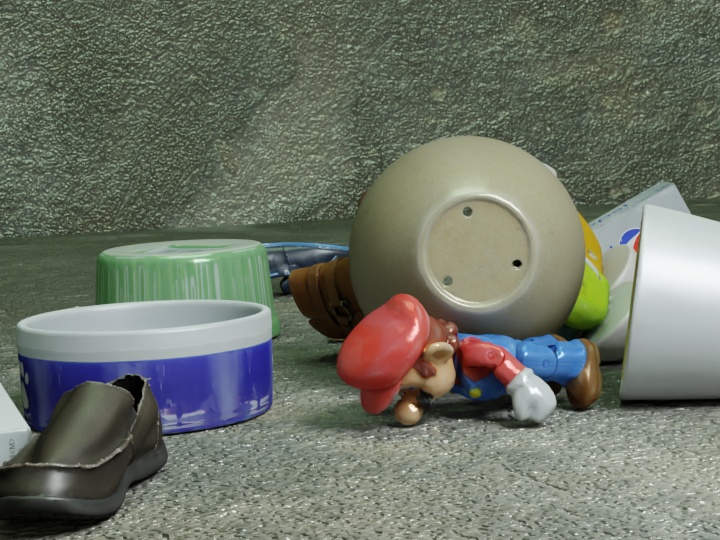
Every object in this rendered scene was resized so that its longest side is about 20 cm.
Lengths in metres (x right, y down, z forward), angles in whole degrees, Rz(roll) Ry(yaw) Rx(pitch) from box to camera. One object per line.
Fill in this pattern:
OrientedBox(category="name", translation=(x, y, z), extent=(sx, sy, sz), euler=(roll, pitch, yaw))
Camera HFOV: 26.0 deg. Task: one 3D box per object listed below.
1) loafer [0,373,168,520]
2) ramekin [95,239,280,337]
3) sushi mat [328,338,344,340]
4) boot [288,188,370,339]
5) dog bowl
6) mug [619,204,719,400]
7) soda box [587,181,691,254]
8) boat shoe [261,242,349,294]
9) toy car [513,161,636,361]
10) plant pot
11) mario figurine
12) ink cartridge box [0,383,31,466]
OrientedBox(category="loafer", translation=(-0.173, 0.104, 0.955), extent=(0.073, 0.072, 0.200), euler=(-2, 5, 7))
OrientedBox(category="ramekin", translation=(-0.185, 0.023, 1.643), extent=(0.199, 0.098, 0.200), euler=(-3, 6, 0))
OrientedBox(category="sushi mat", translation=(0.017, 0.055, 1.673), extent=(0.095, 0.012, 0.200), euler=(-3, 6, 3))
OrientedBox(category="boot", translation=(0.000, 0.000, 1.420), extent=(0.155, 0.200, 0.077), euler=(7, 52, 37))
OrientedBox(category="dog bowl", translation=(-0.168, 0.073, 1.233), extent=(0.199, 0.079, 0.200), euler=(-3, 5, 0))
OrientedBox(category="mug", translation=(0.285, 0.022, 1.197), extent=(0.153, 0.150, 0.187), euler=(6, 37, 9))
OrientedBox(category="soda box", translation=(0.235, -0.010, 1.549), extent=(0.200, 0.068, 0.063), euler=(-31, 5, 2))
OrientedBox(category="boat shoe", translation=(-0.099, -0.001, 2.036), extent=(0.199, 0.069, 0.084), euler=(-2, -3, 0))
OrientedBox(category="toy car", translation=(0.161, 0.010, 1.422), extent=(0.150, 0.175, 0.200), euler=(-42, 14, 18))
OrientedBox(category="plant pot", translation=(0.090, -0.014, 1.251), extent=(0.199, 0.201, 0.134), euler=(-3, -1, 0))
OrientedBox(category="mario figurine", translation=(0.074, 0.085, 1.160), extent=(0.199, 0.106, 0.124), euler=(6, -35, -25))
OrientedBox(category="ink cartridge box", translation=(-0.319, 0.116, 1.054), extent=(0.173, 0.044, 0.200), euler=(-5, 6, -18))
